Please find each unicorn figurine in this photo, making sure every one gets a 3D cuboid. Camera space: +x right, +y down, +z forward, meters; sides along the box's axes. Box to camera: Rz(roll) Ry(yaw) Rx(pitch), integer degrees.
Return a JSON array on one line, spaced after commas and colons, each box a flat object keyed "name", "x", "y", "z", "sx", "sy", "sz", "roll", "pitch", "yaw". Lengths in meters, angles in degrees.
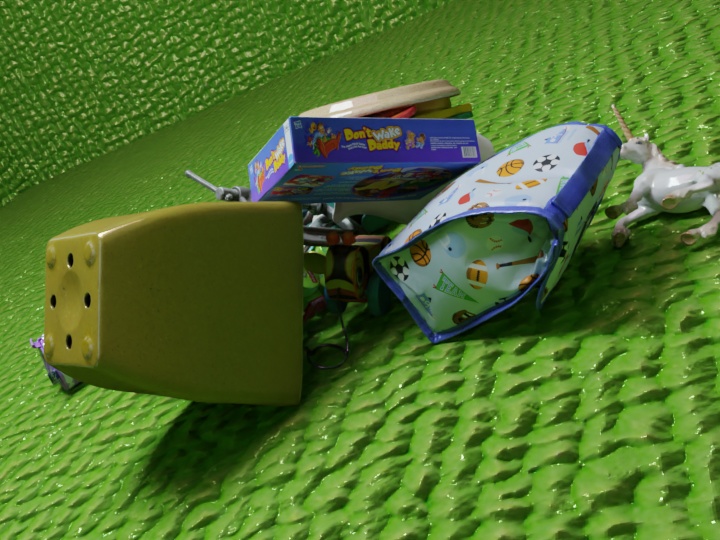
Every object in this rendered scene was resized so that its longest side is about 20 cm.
[{"name": "unicorn figurine", "x": 0.292, "y": -0.080, "z": 0.844, "sx": 0.198, "sy": 0.075, "sz": 0.137, "roll": 21, "pitch": 48, "yaw": 42}]

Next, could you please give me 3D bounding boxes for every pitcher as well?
[{"name": "pitcher", "x": 0.056, "y": -0.116, "z": 1.081, "sx": 0.196, "sy": 0.123, "sz": 0.172, "roll": -5, "pitch": 18, "yaw": -5}]

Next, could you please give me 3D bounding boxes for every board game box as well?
[{"name": "board game box", "x": 0.001, "y": -0.108, "z": 0.890, "sx": 0.197, "sy": 0.046, "sz": 0.134, "roll": -4, "pitch": -11, "yaw": -26}]

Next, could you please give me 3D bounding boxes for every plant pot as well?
[{"name": "plant pot", "x": -0.189, "y": 0.029, "z": 0.853, "sx": 0.198, "sy": 0.199, "sz": 0.193, "roll": 4, "pitch": -5, "yaw": -43}]

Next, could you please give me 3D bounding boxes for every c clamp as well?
[{"name": "c clamp", "x": -0.081, "y": -0.072, "z": 1.035, "sx": 0.198, "sy": 0.027, "sz": 0.170, "roll": 7, "pitch": 24, "yaw": -45}]

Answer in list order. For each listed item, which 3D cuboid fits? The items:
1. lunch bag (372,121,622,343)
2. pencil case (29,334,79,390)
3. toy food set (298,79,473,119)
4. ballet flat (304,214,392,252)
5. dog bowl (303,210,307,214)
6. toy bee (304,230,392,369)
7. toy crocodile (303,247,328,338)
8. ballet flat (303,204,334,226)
[{"name": "lunch bag", "x": 0.139, "y": -0.041, "z": 0.816, "sx": 0.199, "sy": 0.124, "sz": 0.170, "roll": -33, "pitch": 10, "yaw": 46}, {"name": "pencil case", "x": -0.346, "y": 0.077, "z": 1.205, "sx": 0.199, "sy": 0.086, "sz": 0.084, "roll": -35, "pitch": 24, "yaw": -24}, {"name": "toy food set", "x": 0.016, "y": -0.165, "z": 0.968, "sx": 0.198, "sy": 0.049, "sz": 0.197, "roll": -17, "pitch": 9, "yaw": -30}, {"name": "ballet flat", "x": -0.021, "y": -0.061, "z": 1.158, "sx": 0.199, "sy": 0.073, "sz": 0.072, "roll": -34, "pitch": 21, "yaw": -32}, {"name": "dog bowl", "x": -0.110, "y": -0.065, "z": 1.217, "sx": 0.112, "sy": 0.049, "sz": 0.200, "roll": -58, "pitch": -7, "yaw": 25}, {"name": "toy bee", "x": 0.000, "y": 0.000, "z": 0.927, "sx": 0.129, "sy": 0.110, "sz": 0.201, "roll": -6, "pitch": 25, "yaw": 0}, {"name": "toy crocodile", "x": -0.050, "y": 0.017, "z": 1.029, "sx": 0.068, "sy": 0.061, "sz": 0.200, "roll": -56, "pitch": -5, "yaw": 36}, {"name": "ballet flat", "x": -0.058, "y": -0.052, "z": 1.210, "sx": 0.069, "sy": 0.070, "sz": 0.200, "roll": -4, "pitch": 31, "yaw": 46}]
